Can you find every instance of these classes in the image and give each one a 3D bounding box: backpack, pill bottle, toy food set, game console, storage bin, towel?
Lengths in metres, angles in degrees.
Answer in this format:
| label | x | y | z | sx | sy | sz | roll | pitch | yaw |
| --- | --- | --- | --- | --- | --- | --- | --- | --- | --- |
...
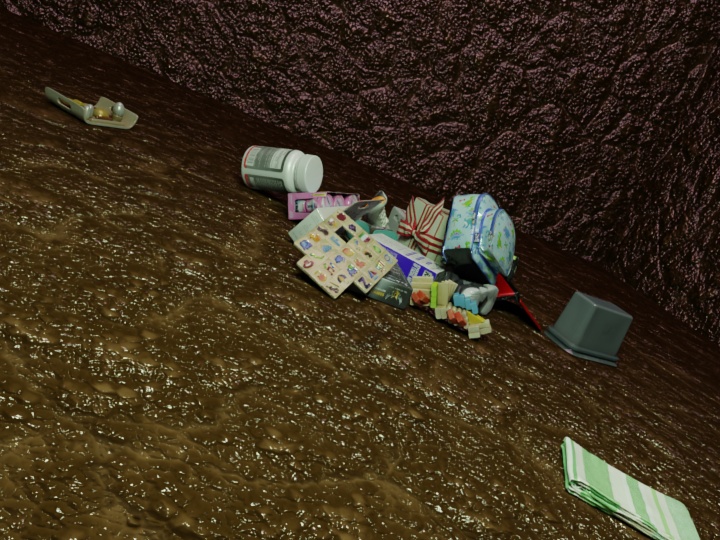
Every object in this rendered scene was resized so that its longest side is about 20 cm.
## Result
| label | x | y | z | sx | sy | sz | roll | pitch | yaw |
| --- | --- | --- | --- | --- | --- | --- | --- | --- | --- |
| backpack | 0.295 | -0.081 | 1.526 | 0.144 | 0.204 | 0.183 | -5 | -28 | 31 |
| pill bottle | -0.205 | -0.263 | 1.652 | 0.196 | 0.117 | 0.113 | 11 | 9 | 24 |
| toy food set | -0.704 | -0.435 | 1.649 | 0.142 | 0.061 | 0.199 | 29 | 15 | 15 |
| game console | 0.375 | 0.085 | 1.681 | 0.168 | 0.121 | 0.200 | -8 | 16 | 2 |
| storage bin | 0.591 | 0.140 | 1.611 | 0.197 | 0.136 | 0.146 | 17 | 17 | -29 |
| towel | 0.382 | 0.320 | 0.893 | 0.197 | 0.024 | 0.152 | 27 | 14 | 9 |

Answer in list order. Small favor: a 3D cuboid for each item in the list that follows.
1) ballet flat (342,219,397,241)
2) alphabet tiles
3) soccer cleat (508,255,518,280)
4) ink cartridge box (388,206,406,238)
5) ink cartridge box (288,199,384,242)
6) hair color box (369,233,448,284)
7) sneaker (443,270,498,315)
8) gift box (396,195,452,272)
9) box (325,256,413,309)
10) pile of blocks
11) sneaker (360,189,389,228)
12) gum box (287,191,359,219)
| label | x | y | z | sx | sy | sz | roll | pitch | yaw |
| --- | --- | --- | --- | --- | --- | --- | --- | --- | --- |
| ballet flat | 0.010 | -0.089 | 1.629 | 0.198 | 0.073 | 0.072 | 10 | 20 | -45 |
| alphabet tiles | -0.034 | -0.027 | 1.229 | 0.167 | 0.008 | 0.200 | 42 | 43 | 6 |
| soccer cleat | 0.479 | -0.011 | 2.044 | 0.067 | 0.082 | 0.200 | 28 | 15 | 14 |
| ink cartridge box | 0.185 | -0.106 | 1.895 | 0.197 | 0.084 | 0.147 | 21 | 16 | -18 |
| ink cartridge box | -0.050 | -0.125 | 1.421 | 0.045 | 0.175 | 0.200 | 55 | 20 | 6 |
| hair color box | 0.103 | -0.017 | 1.511 | 0.197 | 0.066 | 0.109 | 28 | 15 | 18 |
| sneaker | 0.252 | 0.049 | 1.497 | 0.113 | 0.077 | 0.199 | 30 | 13 | 30 |
| gift box | 0.209 | -0.097 | 1.698 | 0.184 | 0.204 | 0.184 | 14 | 12 | -29 |
| box | 0.000 | 0.000 | 1.316 | 0.197 | 0.049 | 0.159 | 20 | 16 | -17 |
| pile of blocks | 0.188 | 0.073 | 1.302 | 0.197 | 0.083 | 0.062 | 27 | 15 | 6 |
| sneaker | 0.050 | -0.145 | 1.694 | 0.092 | 0.076 | 0.200 | 40 | -19 | 0 |
| gum box | -0.093 | -0.164 | 1.604 | 0.111 | 0.068 | 0.199 | 0 | 4 | 26 |
